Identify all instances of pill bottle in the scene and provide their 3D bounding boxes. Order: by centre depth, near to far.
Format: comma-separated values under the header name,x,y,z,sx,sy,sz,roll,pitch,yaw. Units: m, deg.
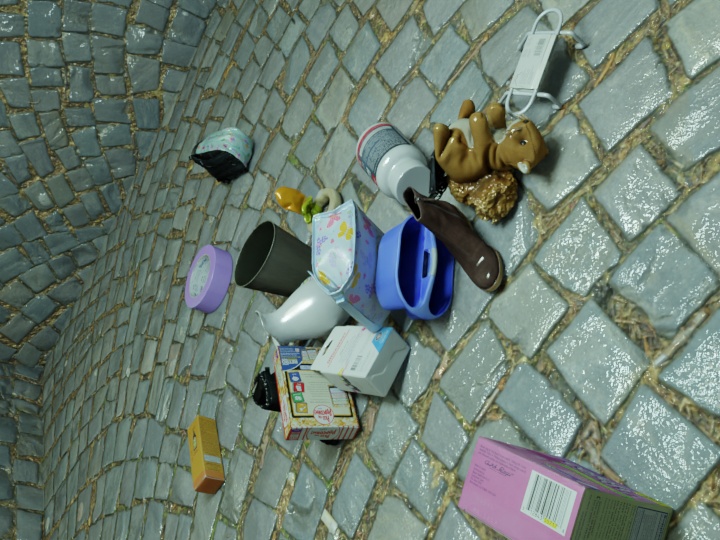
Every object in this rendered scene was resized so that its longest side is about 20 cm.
name,x,y,z,sx,sy,sz,roll,pitch,yaw
pill bottle,0.075,-0.224,1.483,0.121,0.118,0.201,-56,36,17

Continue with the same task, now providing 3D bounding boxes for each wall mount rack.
name,x,y,z,sx,sy,sz,roll,pitch,yaw
wall mount rack,0.313,-0.367,1.272,0.172,0.073,0.205,23,91,53

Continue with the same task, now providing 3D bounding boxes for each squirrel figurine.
name,x,y,z,sx,sy,sz,roll,pitch,yaw
squirrel figurine,0.241,-0.194,1.242,0.183,0.141,0.206,12,119,32

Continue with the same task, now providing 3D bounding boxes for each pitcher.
name,x,y,z,sx,sy,sz,roll,pitch,yaw
pitcher,-0.113,0.115,1.529,0.196,0.175,0.121,-27,39,-12

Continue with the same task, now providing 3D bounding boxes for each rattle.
name,x,y,z,sx,sy,sz,roll,pitch,yaw
rattle,-0.107,-0.153,1.693,0.130,0.143,0.200,-44,31,2

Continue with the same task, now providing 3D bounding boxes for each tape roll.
name,x,y,z,sx,sy,sz,roll,pitch,yaw
tape roll,-0.478,0.027,2.179,0.198,0.065,0.205,-29,51,43

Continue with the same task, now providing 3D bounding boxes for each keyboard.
name,x,y,z,sx,sy,sz,roll,pitch,yaw
keyboard,0.169,-0.207,1.343,0.201,0.038,0.107,-58,-28,-57

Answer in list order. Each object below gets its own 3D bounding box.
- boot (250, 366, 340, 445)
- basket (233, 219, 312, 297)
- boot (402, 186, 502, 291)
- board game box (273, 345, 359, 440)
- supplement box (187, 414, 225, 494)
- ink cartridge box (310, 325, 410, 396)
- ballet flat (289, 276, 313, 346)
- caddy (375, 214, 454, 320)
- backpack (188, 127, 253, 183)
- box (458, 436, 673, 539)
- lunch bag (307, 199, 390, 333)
name,x,y,z,sx,sy,sz,roll,pitch,yaw
boot,-0.138,0.288,1.476,0.075,0.160,0.199,-60,35,14
basket,-0.172,-0.006,1.645,0.180,0.197,0.138,-45,40,28
boot,0.159,-0.056,1.235,0.073,0.164,0.202,-49,39,25
board game box,-0.095,0.251,1.442,0.203,0.147,0.047,-106,30,-42
supplement box,-0.412,0.487,1.847,0.067,0.068,0.202,-50,40,24
ink cartridge box,-0.003,0.179,1.400,0.198,0.068,0.117,-4,48,53
ballet flat,-0.135,0.109,1.621,0.072,0.068,0.203,-76,11,-56
caddy,0.109,-0.004,1.303,0.104,0.139,0.206,-22,56,52
backpack,-0.444,-0.382,2.272,0.197,0.165,0.130,-7,62,46
box,0.258,0.300,0.880,0.174,0.197,0.099,14,82,56
lunch bag,-0.016,-0.001,1.349,0.125,0.169,0.205,-20,55,25
